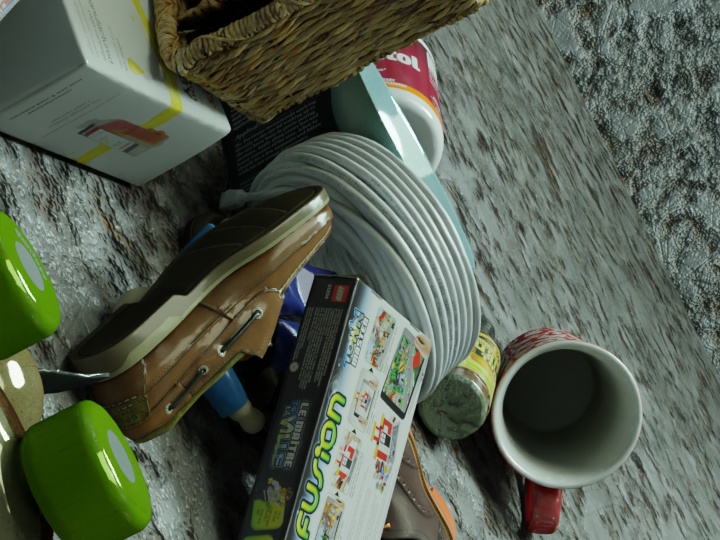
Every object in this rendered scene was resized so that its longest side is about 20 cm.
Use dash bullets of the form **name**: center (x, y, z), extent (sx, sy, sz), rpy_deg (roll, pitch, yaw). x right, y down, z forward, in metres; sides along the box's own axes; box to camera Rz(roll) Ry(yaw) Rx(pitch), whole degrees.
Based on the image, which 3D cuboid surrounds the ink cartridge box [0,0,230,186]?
- **ink cartridge box**: center (-0.180, -0.152, 1.254), extent (0.200, 0.083, 0.146), rpy_deg (22, 43, -67)

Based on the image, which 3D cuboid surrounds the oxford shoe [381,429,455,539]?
- **oxford shoe**: center (0.011, 0.155, 1.380), extent (0.200, 0.071, 0.073), rpy_deg (54, 23, -27)

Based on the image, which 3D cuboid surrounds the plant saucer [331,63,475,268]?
- **plant saucer**: center (0.022, -0.082, 1.446), extent (0.201, 0.039, 0.201), rpy_deg (59, 9, -15)

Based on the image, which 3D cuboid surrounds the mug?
- **mug**: center (0.169, 0.135, 1.820), extent (0.133, 0.178, 0.200), rpy_deg (36, 5, -4)

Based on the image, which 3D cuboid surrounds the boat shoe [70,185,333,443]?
- **boat shoe**: center (-0.084, 0.024, 1.164), extent (0.200, 0.072, 0.068), rpy_deg (-39, 110, -29)

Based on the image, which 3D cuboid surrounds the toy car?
- **toy car**: center (-0.172, 0.075, 0.812), extent (0.158, 0.164, 0.200), rpy_deg (64, 4, 5)

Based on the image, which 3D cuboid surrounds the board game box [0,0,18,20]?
- **board game box**: center (-0.261, -0.213, 1.043), extent (0.200, 0.062, 0.200), rpy_deg (50, 45, -20)

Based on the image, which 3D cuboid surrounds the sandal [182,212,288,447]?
- **sandal**: center (-0.072, 0.038, 1.334), extent (0.082, 0.054, 0.201), rpy_deg (43, 26, -48)

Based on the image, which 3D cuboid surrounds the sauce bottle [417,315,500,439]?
- **sauce bottle**: center (0.092, 0.087, 1.747), extent (0.065, 0.065, 0.200), rpy_deg (59, 17, -12)

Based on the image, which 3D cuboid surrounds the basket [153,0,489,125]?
- **basket**: center (-0.038, -0.211, 1.274), extent (0.143, 0.199, 0.149), rpy_deg (68, 15, 18)

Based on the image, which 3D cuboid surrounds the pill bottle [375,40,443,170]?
- **pill bottle**: center (0.018, -0.162, 1.834), extent (0.113, 0.113, 0.200), rpy_deg (53, 17, -28)

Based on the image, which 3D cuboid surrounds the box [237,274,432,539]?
- **box**: center (-0.016, 0.115, 1.235), extent (0.110, 0.035, 0.201), rpy_deg (41, 59, -51)

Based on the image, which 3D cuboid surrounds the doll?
- **doll**: center (-0.074, 0.036, 1.243), extent (0.200, 0.048, 0.137), rpy_deg (6, 77, -47)

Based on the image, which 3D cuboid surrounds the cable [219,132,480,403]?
- **cable**: center (0.000, 0.000, 1.381), extent (0.069, 0.200, 0.200), rpy_deg (-31, 94, -30)

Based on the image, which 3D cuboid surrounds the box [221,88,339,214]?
- **box**: center (-0.030, -0.091, 1.582), extent (0.148, 0.104, 0.200), rpy_deg (48, 21, -39)
